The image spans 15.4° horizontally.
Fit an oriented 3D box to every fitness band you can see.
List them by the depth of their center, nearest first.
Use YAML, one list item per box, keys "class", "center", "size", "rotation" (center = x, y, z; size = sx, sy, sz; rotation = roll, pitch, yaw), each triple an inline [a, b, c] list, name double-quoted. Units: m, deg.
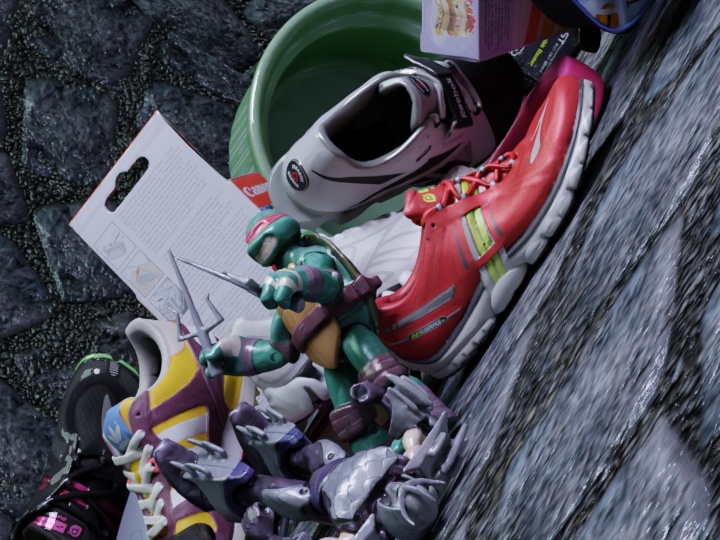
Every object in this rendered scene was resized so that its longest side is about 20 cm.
- class: "fitness band"
  center: [0.093, -0.044, 1.696]
  size: [0.201, 0.037, 0.144]
  rotation: [-60, 4, 4]

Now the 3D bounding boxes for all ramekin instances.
- class: "ramekin"
  center: [0.006, -0.083, 1.826]
  size: [0.200, 0.200, 0.098]
  rotation: [-61, 9, -24]

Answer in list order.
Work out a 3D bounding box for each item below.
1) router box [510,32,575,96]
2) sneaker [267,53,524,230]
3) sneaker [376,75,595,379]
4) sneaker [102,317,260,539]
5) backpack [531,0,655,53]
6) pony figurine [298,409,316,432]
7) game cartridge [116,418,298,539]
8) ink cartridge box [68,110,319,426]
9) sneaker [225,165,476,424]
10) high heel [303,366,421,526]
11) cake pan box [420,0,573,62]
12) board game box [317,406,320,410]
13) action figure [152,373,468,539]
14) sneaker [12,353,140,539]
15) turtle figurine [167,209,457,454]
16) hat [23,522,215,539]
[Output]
- class: "router box"
  center: [0.147, -0.214, 2.058]
  size: [0.150, 0.062, 0.200]
  rotation: [-59, 4, 0]
- class: "sneaker"
  center: [0.038, -0.095, 1.665]
  size: [0.200, 0.074, 0.089]
  rotation: [-33, -12, -32]
- class: "sneaker"
  center: [0.069, -0.032, 1.555]
  size: [0.200, 0.085, 0.077]
  rotation: [-59, 5, 11]
- class: "sneaker"
  center: [-0.118, 0.123, 1.602]
  size: [0.075, 0.090, 0.201]
  rotation: [-41, 36, 44]
- class: "backpack"
  center: [0.147, -0.256, 1.555]
  size: [0.191, 0.200, 0.154]
  rotation: [-51, 24, -10]
- class: "pony figurine"
  center: [-0.103, 0.188, 1.796]
  size: [0.193, 0.166, 0.201]
  rotation: [-33, 33, 48]
- class: "game cartridge"
  center: [-0.106, 0.191, 1.672]
  size: [0.133, 0.040, 0.201]
  rotation: [-2, 71, 44]
- class: "ink cartridge box"
  center: [-0.084, -0.001, 1.735]
  size: [0.109, 0.200, 0.050]
  rotation: [-49, -11, 22]
- class: "sneaker"
  center: [0.000, 0.000, 1.636]
  size: [0.200, 0.081, 0.075]
  rotation: [-47, 2, -17]
- class: "high heel"
  center: [-0.001, 0.092, 1.624]
  size: [0.200, 0.067, 0.096]
  rotation: [-31, -41, -72]
- class: "cake pan box"
  center: [0.110, -0.248, 1.695]
  size: [0.184, 0.052, 0.201]
  rotation: [-22, -62, -50]
- class: "board game box"
  center: [0.011, 0.009, 1.886]
  size: [0.019, 0.103, 0.200]
  rotation: [-2, 53, 49]
- class: "action figure"
  center: [-0.022, 0.113, 1.415]
  size: [0.130, 0.070, 0.200]
  rotation: [-42, 25, -26]
- class: "sneaker"
  center: [-0.179, 0.154, 1.724]
  size: [0.084, 0.076, 0.201]
  rotation: [-29, -47, -85]
- class: "turtle figurine"
  center: [-0.030, 0.033, 1.529]
  size: [0.100, 0.200, 0.150]
  rotation: [-32, -16, -20]
- class: "hat"
  center: [-0.094, 0.183, 1.446]
  size: [0.081, 0.201, 0.201]
  rotation: [-44, 1, -10]
